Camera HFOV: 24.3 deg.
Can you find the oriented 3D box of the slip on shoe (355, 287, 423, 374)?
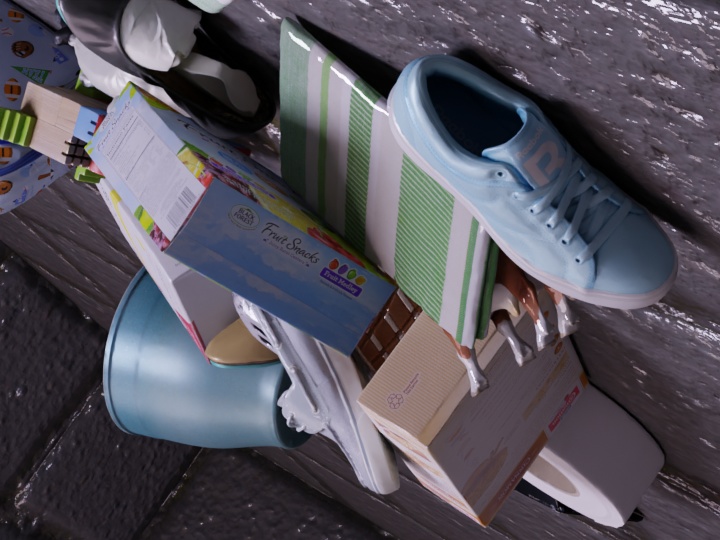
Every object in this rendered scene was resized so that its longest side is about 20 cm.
[{"bbox_3d":[0.000,0.000,1.337,0.201,0.076,0.061,57,-178,-5],"label":"slip on shoe"}]

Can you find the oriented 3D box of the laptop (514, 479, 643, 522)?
[{"bbox_3d":[0.184,0.182,1.761,0.199,0.104,0.177,13,-174,-37],"label":"laptop"}]

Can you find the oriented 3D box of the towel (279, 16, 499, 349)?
[{"bbox_3d":[0.017,-0.057,1.091,0.200,0.023,0.153,42,150,28],"label":"towel"}]

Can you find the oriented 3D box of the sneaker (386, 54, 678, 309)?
[{"bbox_3d":[0.097,-0.050,0.946,0.199,0.074,0.082,35,171,4],"label":"sneaker"}]

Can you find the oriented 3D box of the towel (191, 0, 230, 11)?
[{"bbox_3d":[-0.125,-0.221,1.005,0.152,0.023,0.200,38,168,-12],"label":"towel"}]

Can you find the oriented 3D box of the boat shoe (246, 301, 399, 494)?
[{"bbox_3d":[-0.033,0.092,1.331,0.202,0.071,0.070,65,-173,6],"label":"boat shoe"}]

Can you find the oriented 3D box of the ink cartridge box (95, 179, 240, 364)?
[{"bbox_3d":[-0.169,-0.035,1.554,0.200,0.083,0.145,52,169,34],"label":"ink cartridge box"}]

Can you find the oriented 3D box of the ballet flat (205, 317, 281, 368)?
[{"bbox_3d":[-0.049,0.044,1.525,0.199,0.063,0.069,-7,-158,-28],"label":"ballet flat"}]

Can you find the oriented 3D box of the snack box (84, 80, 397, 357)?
[{"bbox_3d":[-0.088,-0.039,1.177,0.168,0.068,0.200,31,-173,-34],"label":"snack box"}]

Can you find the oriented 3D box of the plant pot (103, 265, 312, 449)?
[{"bbox_3d":[-0.133,0.095,1.728,0.187,0.201,0.200,13,159,24],"label":"plant pot"}]

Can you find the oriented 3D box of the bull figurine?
[{"bbox_3d":[0.083,0.012,1.154,0.122,0.065,0.200,59,159,7],"label":"bull figurine"}]

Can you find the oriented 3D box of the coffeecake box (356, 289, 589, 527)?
[{"bbox_3d":[0.095,0.096,1.319,0.073,0.154,0.200,31,167,28],"label":"coffeecake box"}]

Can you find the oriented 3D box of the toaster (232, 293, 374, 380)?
[{"bbox_3d":[-0.013,0.027,1.428,0.199,0.129,0.114,33,169,15],"label":"toaster"}]

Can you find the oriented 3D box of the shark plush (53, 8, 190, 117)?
[{"bbox_3d":[-0.190,-0.163,1.362,0.199,0.092,0.083,18,-169,41],"label":"shark plush"}]

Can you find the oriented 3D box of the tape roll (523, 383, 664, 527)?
[{"bbox_3d":[0.172,0.145,1.502,0.202,0.071,0.203,34,167,9],"label":"tape roll"}]

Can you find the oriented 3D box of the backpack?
[{"bbox_3d":[-0.347,-0.147,1.560,0.199,0.191,0.154,32,152,16],"label":"backpack"}]

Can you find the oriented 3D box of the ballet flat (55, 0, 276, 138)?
[{"bbox_3d":[-0.130,-0.160,1.212,0.068,0.068,0.200,11,164,43],"label":"ballet flat"}]

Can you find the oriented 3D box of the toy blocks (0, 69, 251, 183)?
[{"bbox_3d":[-0.188,-0.105,1.401,0.136,0.101,0.199,26,-168,40],"label":"toy blocks"}]
